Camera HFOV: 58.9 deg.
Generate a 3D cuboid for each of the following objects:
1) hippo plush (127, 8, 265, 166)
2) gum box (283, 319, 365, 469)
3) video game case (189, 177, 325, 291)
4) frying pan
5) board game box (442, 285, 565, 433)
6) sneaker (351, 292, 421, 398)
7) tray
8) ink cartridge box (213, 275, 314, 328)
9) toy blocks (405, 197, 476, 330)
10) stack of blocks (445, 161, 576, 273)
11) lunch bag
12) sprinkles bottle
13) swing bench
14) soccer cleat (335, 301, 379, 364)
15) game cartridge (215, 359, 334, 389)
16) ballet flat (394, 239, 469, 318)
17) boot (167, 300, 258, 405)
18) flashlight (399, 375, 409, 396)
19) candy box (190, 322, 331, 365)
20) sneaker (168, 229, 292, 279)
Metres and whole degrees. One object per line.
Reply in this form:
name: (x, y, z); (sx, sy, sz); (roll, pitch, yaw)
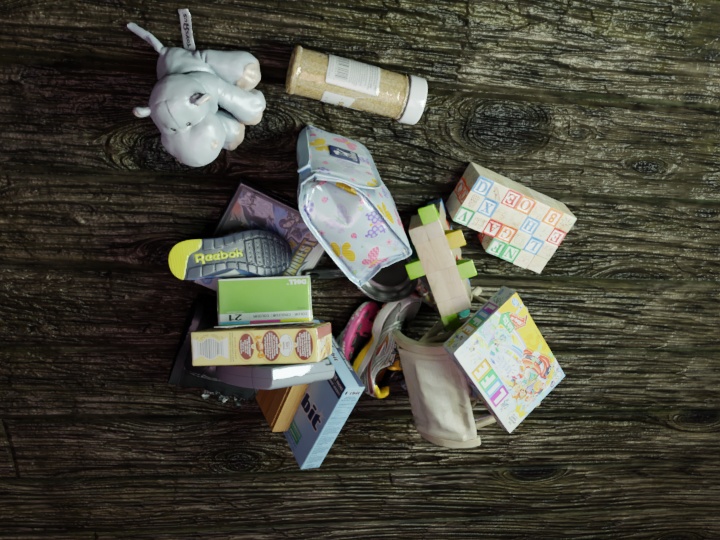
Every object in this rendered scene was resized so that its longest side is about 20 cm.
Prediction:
hippo plush: (-0.209, -0.232, 0.851); (0.157, 0.161, 0.202); (-15, 123, 1)
gum box: (-0.086, 0.221, 1.145); (0.044, 0.170, 0.201); (7, 123, -37)
video game case: (-0.162, -0.030, 1.064); (0.179, 0.026, 0.201); (24, 115, -22)
frying pan: (0.009, 0.013, 1.070); (0.188, 0.031, 0.116); (-18, 118, 27)
board game box: (0.228, 0.142, 0.998); (0.134, 0.034, 0.201); (-42, 119, -9)
sneaker: (0.059, 0.131, 1.111); (0.077, 0.082, 0.202); (9, 110, -45)
tray: (-0.130, 0.179, 1.144); (0.037, 0.099, 0.202); (7, 118, -37)
ink cartridge box: (-0.146, 0.046, 0.976); (0.146, 0.200, 0.077); (-2, 87, -8)
toy blocks: (0.131, -0.026, 1.032); (0.099, 0.137, 0.202); (-18, 107, 15)
stack of blocks: (0.244, -0.086, 1.072); (0.198, 0.059, 0.116); (20, 117, -20)
lunch bag: (-0.021, -0.109, 0.951); (0.126, 0.170, 0.200); (-33, 120, 14)
sprinkles bottle: (-0.006, -0.266, 0.917); (0.198, 0.069, 0.069); (11, 120, -14)
swing bench: (0.178, 0.169, 1.071); (0.199, 0.129, 0.201); (-26, 116, -23)
soccer cleat: (-0.030, 0.142, 1.169); (0.069, 0.086, 0.202); (14, 99, -47)
game cartridge: (-0.150, 0.161, 1.033); (0.132, 0.199, 0.042); (-7, 92, -37)
ballet flat: (0.115, 0.019, 1.124); (0.064, 0.076, 0.200); (-20, 124, 41)
boot: (-0.244, 0.150, 1.137); (0.161, 0.074, 0.200); (15, 121, -18)
flashlight: (0.176, 0.179, 1.228); (0.199, 0.068, 0.068); (-35, 95, 17)
candy box: (-0.151, 0.115, 1.004); (0.197, 0.115, 0.056); (-2, 90, 8)
sneaker: (-0.207, -0.024, 1.009); (0.198, 0.082, 0.075); (-2, 88, -25)
